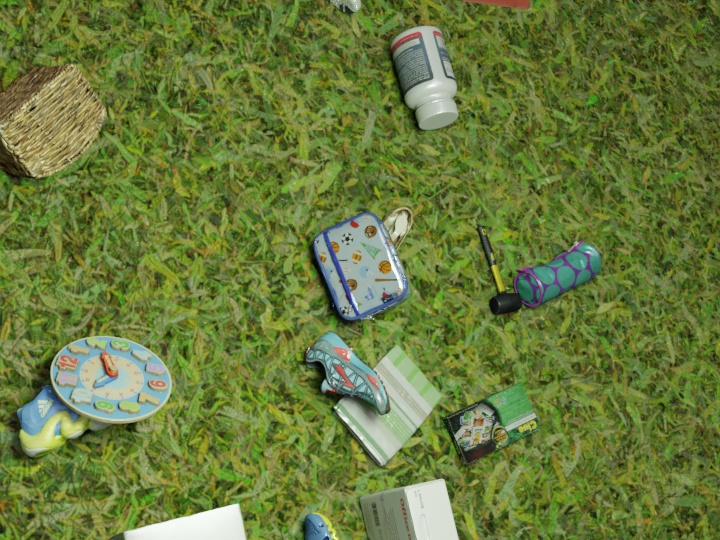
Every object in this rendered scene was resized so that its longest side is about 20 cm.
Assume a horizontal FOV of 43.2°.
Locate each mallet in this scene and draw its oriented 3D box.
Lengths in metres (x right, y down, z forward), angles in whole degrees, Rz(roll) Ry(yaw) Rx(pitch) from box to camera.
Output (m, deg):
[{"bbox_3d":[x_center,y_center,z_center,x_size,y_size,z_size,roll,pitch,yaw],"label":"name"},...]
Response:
[{"bbox_3d":[0.298,-0.003,1.962,0.065,0.041,0.201,0,69,-23],"label":"mallet"}]

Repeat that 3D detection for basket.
[{"bbox_3d":[-0.575,-0.260,1.632,0.200,0.148,0.143,-53,131,-29],"label":"basket"}]

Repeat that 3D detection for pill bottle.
[{"bbox_3d":[0.144,-0.417,1.986,0.119,0.120,0.201,-7,75,-26],"label":"pill bottle"}]

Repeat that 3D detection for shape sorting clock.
[{"bbox_3d":[-0.413,0.177,1.517,0.199,0.039,0.200,13,34,-9],"label":"shape sorting clock"}]

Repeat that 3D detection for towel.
[{"bbox_3d":[0.054,0.259,1.764,0.149,0.031,0.200,50,57,-4],"label":"towel"}]

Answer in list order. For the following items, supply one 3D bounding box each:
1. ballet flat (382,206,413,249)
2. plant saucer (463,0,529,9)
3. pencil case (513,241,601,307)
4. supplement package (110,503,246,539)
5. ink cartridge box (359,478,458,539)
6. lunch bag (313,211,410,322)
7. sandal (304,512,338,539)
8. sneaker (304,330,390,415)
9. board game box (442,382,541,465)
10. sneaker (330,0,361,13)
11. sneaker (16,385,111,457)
[{"bbox_3d":[0.049,-0.055,1.846,0.070,0.065,0.201,33,62,-13],"label":"ballet flat"},{"bbox_3d":[0.324,-0.747,2.233,0.198,0.037,0.201,-1,72,-25],"label":"plant saucer"},{"bbox_3d":[0.431,0.006,1.990,0.199,0.085,0.093,-24,99,-30],"label":"pencil case"},{"bbox_3d":[-0.280,0.498,1.452,0.190,0.147,0.201,-7,75,-26],"label":"supplement package"},{"bbox_3d":[0.086,0.456,1.606,0.084,0.200,0.146,-7,75,-26],"label":"ink cartridge box"},{"bbox_3d":[0.000,0.000,1.772,0.159,0.076,0.201,-23,79,6],"label":"lunch bag"},{"bbox_3d":[-0.076,0.524,1.581,0.087,0.079,0.201,-3,72,-21],"label":"sandal"},{"bbox_3d":[-0.027,0.210,1.699,0.095,0.079,0.200,-37,61,-18],"label":"sneaker"},{"bbox_3d":[0.268,0.309,1.844,0.199,0.023,0.105,-18,78,-28],"label":"board game box"},{"bbox_3d":[-0.037,-0.674,2.014,0.129,0.080,0.199,-39,81,-22],"label":"sneaker"},{"bbox_3d":[-0.471,0.223,1.503,0.199,0.076,0.106,-23,82,-28],"label":"sneaker"}]
